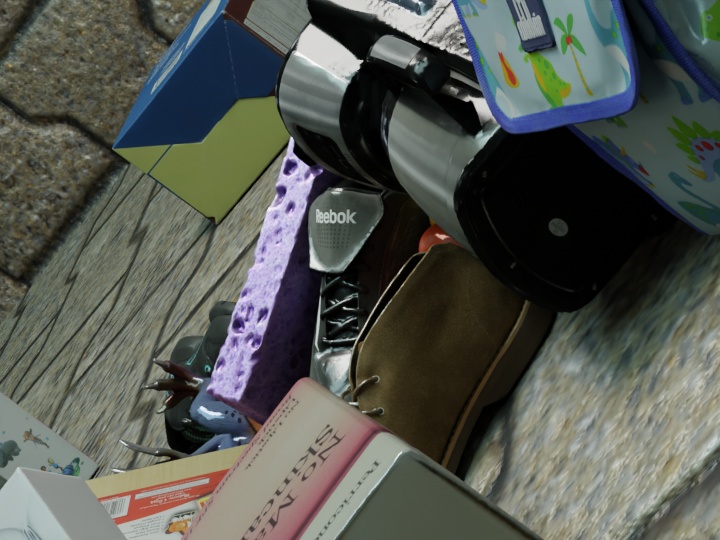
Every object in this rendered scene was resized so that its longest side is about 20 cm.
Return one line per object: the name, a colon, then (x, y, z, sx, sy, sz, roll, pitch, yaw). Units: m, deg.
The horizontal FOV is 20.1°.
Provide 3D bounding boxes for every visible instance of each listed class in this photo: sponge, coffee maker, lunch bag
sponge: (-0.021, -0.004, 1.155, 0.030, 0.112, 0.201, 12, 77, 30)
coffee maker: (0.078, -0.096, 0.980, 0.192, 0.135, 0.200, -31, 34, -16)
lunch bag: (0.119, -0.105, 0.784, 0.128, 0.200, 0.170, -55, 13, -9)

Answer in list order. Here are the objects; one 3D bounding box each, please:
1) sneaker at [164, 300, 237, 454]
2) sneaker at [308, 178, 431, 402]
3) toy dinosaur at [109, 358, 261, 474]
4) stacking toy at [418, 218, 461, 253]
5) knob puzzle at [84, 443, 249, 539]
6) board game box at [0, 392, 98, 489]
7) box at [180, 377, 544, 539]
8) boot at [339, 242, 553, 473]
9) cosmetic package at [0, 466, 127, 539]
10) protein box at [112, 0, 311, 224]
sneaker: (-0.087, 0.078, 1.388, 0.200, 0.075, 0.080, 139, 150, -66)
sneaker: (0.000, 0.000, 1.098, 0.066, 0.091, 0.201, -2, 57, 37)
toy dinosaur: (-0.072, 0.108, 1.187, 0.200, 0.105, 0.181, -43, 31, -3)
stacking toy: (0.073, -0.036, 1.083, 0.085, 0.085, 0.201, -31, 32, 59)
knob puzzle: (-0.087, 0.157, 1.037, 0.219, 0.031, 0.220, -13, 24, 6)
board game box: (-0.343, 0.142, 1.808, 0.064, 0.200, 0.147, -57, 13, -18)
box: (0.000, 0.132, 0.790, 0.128, 0.109, 0.200, -54, 12, -4)
boot: (0.012, 0.076, 0.978, 0.200, 0.075, 0.074, -59, 15, -20)
cosmetic package: (-0.136, 0.213, 0.926, 0.151, 0.052, 0.200, -52, 57, 14)
protein box: (-0.128, -0.195, 2.081, 0.199, 0.135, 0.200, -47, 14, 27)
